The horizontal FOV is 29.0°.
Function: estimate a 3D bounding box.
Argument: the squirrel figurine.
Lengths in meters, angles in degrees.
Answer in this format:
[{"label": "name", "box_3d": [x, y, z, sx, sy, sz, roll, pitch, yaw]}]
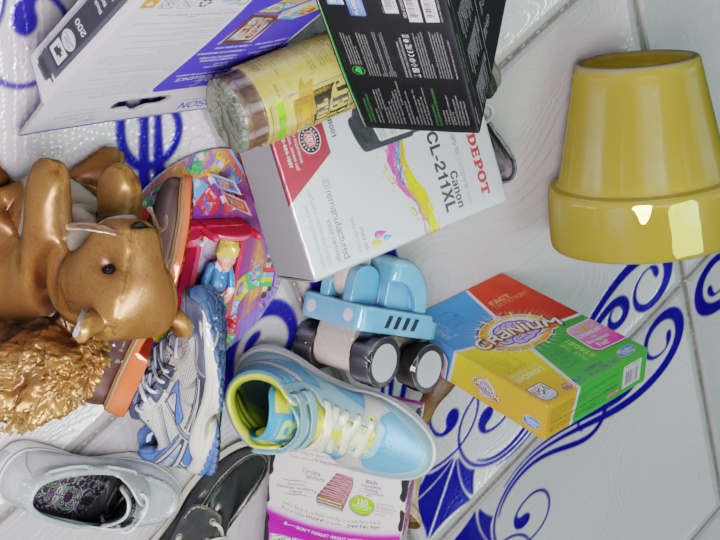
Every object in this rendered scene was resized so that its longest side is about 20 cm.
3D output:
[{"label": "squirrel figurine", "box_3d": [-0.202, 0.020, 0.991, 0.141, 0.186, 0.202, 4, 109, -47]}]

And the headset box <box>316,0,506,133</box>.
[{"label": "headset box", "box_3d": [0.047, -0.230, 0.984, 0.175, 0.092, 0.202, 65, 34, -59]}]

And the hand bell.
[{"label": "hand bell", "box_3d": [0.063, 0.154, 1.439, 0.201, 0.103, 0.104, -59, 141, -20]}]

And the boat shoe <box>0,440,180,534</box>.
[{"label": "boat shoe", "box_3d": [-0.217, 0.193, 1.164, 0.200, 0.071, 0.071, 21, 96, -50]}]

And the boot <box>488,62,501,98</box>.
[{"label": "boot", "box_3d": [0.098, -0.260, 1.207, 0.131, 0.068, 0.201, -45, 120, -17]}]

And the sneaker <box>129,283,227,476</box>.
[{"label": "sneaker", "box_3d": [-0.155, 0.096, 1.154, 0.084, 0.077, 0.201, 4, 127, -6]}]

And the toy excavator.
[{"label": "toy excavator", "box_3d": [0.000, 0.000, 1.279, 0.193, 0.099, 0.202, 11, 90, -48]}]

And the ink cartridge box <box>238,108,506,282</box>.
[{"label": "ink cartridge box", "box_3d": [0.009, -0.094, 1.166, 0.199, 0.083, 0.147, -23, 103, -24]}]

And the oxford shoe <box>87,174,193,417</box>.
[{"label": "oxford shoe", "box_3d": [-0.183, 0.014, 1.088, 0.072, 0.071, 0.202, 20, 97, -9]}]

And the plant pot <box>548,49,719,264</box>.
[{"label": "plant pot", "box_3d": [0.290, -0.123, 1.430, 0.200, 0.200, 0.191, -18, 110, -38]}]

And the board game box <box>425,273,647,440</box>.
[{"label": "board game box", "box_3d": [0.162, 0.081, 1.395, 0.152, 0.199, 0.041, -24, 127, -36]}]

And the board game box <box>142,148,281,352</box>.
[{"label": "board game box", "box_3d": [-0.125, 0.001, 1.172, 0.158, 0.039, 0.201, -47, 137, -17]}]

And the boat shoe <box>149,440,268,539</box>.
[{"label": "boat shoe", "box_3d": [-0.145, 0.248, 1.277, 0.200, 0.067, 0.072, -51, 137, -13]}]

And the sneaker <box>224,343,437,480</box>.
[{"label": "sneaker", "box_3d": [-0.031, 0.139, 1.199, 0.131, 0.198, 0.080, -43, 156, -78]}]

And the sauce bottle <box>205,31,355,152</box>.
[{"label": "sauce bottle", "box_3d": [-0.020, -0.153, 1.070, 0.199, 0.065, 0.065, -26, 130, -23]}]

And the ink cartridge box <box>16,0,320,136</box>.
[{"label": "ink cartridge box", "box_3d": [-0.131, -0.169, 1.002, 0.197, 0.044, 0.200, -15, 167, -44]}]

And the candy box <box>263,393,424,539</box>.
[{"label": "candy box", "box_3d": [-0.018, 0.212, 1.330, 0.061, 0.135, 0.202, -63, 162, -63]}]

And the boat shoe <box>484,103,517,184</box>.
[{"label": "boat shoe", "box_3d": [0.084, -0.135, 1.291, 0.074, 0.068, 0.199, -54, 139, -8]}]
